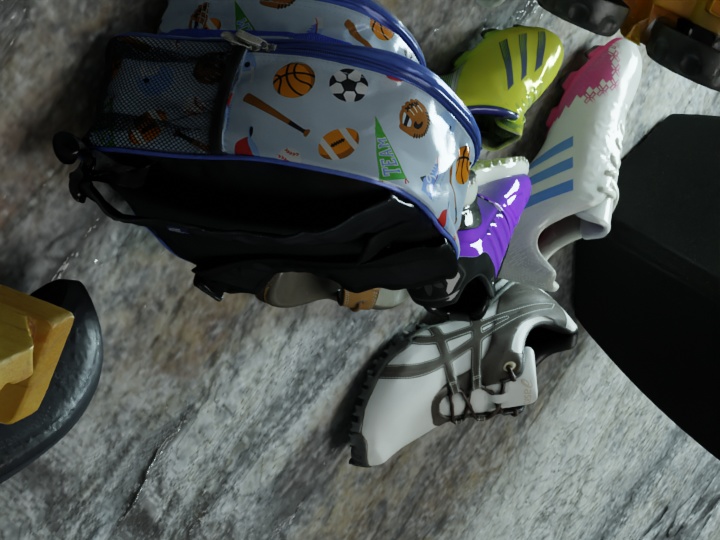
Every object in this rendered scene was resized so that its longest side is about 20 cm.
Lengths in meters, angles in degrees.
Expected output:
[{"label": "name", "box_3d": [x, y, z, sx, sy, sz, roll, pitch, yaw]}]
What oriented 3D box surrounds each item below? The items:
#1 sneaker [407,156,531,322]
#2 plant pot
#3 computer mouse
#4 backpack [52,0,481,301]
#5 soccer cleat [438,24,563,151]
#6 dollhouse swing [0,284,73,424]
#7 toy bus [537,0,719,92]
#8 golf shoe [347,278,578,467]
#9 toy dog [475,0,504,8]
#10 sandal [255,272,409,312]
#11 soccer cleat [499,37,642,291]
[{"label": "sneaker", "box_3d": [0.064, -0.018, 1.623, 0.200, 0.070, 0.100, -25, 110, -69]}, {"label": "plant pot", "box_3d": [0.277, -0.007, 1.953, 0.200, 0.177, 0.200, -43, 149, -29]}, {"label": "computer mouse", "box_3d": [-0.191, 0.088, 1.297, 0.053, 0.138, 0.200, 47, 52, -19]}, {"label": "backpack", "box_3d": [-0.032, -0.065, 1.340, 0.200, 0.190, 0.154, 40, 65, -63]}, {"label": "soccer cleat", "box_3d": [0.081, -0.104, 1.615, 0.200, 0.084, 0.065, -28, 139, -48]}, {"label": "dollhouse swing", "box_3d": [-0.258, 0.106, 1.158, 0.200, 0.182, 0.176, -27, 127, -49]}, {"label": "toy bus", "box_3d": [0.200, -0.216, 1.661, 0.192, 0.200, 0.136, -103, -143, -75]}, {"label": "golf shoe", "box_3d": [0.073, 0.076, 1.773, 0.200, 0.094, 0.078, -45, 151, -25]}, {"label": "toy dog", "box_3d": [0.063, -0.269, 1.396, 0.200, 0.140, 0.194, -46, 114, -23]}, {"label": "sandal", "box_3d": [0.000, 0.000, 1.610, 0.082, 0.055, 0.200, -63, 154, 5]}, {"label": "soccer cleat", "box_3d": [0.159, -0.071, 1.784, 0.200, 0.086, 0.070, -55, 153, -11]}]
